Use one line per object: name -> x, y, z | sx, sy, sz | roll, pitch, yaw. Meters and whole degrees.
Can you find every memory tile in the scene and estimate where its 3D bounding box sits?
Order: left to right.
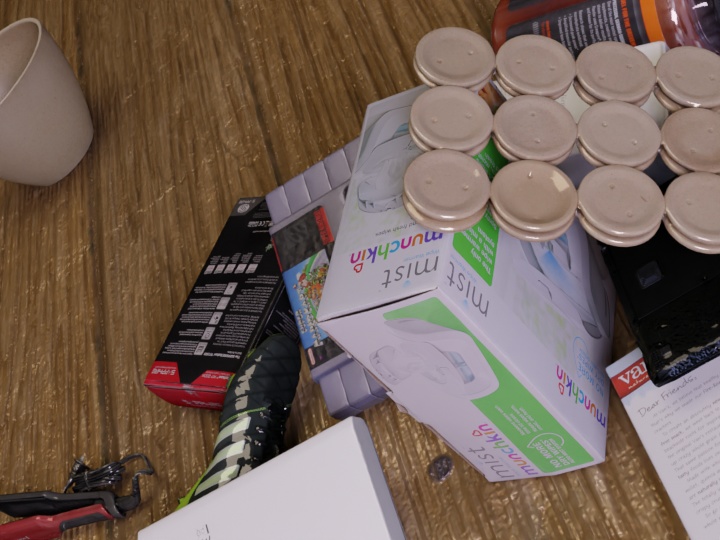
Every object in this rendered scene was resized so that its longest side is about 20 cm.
memory tile -> 0.125, -0.078, 0.714 | 0.197, 0.017, 0.155 | 5, 54, 0

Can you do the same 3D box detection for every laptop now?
laptop -> 0.243, -0.026, 0.745 | 0.176, 0.103, 0.202 | -32, 42, 20

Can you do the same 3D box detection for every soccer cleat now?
soccer cleat -> -0.084, 0.147, 0.945 | 0.080, 0.067, 0.202 | 14, 73, 40

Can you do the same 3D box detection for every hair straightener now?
hair straightener -> -0.258, 0.193, 1.088 | 0.198, 0.041, 0.078 | -22, 43, 31

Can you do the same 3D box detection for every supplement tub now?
supplement tub -> 0.203, -0.184, 0.920 | 0.198, 0.107, 0.108 | -10, 49, 40

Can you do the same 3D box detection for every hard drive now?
hard drive -> -0.061, 0.205, 0.850 | 0.199, 0.026, 0.133 | -30, 65, 21

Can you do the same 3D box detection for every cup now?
cup -> -0.417, -0.187, 1.519 | 0.199, 0.143, 0.202 | -26, 40, 25

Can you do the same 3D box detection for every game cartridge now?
game cartridge -> 0.000, 0.000, 0.953 | 0.129, 0.038, 0.202 | -27, 64, 19

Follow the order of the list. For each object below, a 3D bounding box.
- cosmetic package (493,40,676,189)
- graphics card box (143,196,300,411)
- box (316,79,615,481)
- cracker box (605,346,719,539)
cosmetic package -> 0.137, -0.091, 0.872 | 0.198, 0.101, 0.075 | -9, 72, 31
graphics card box -> -0.097, 0.027, 1.073 | 0.124, 0.051, 0.202 | -2, 56, 45
box -> 0.077, 0.008, 0.790 | 0.096, 0.200, 0.178 | -16, 44, 34
cracker box -> 0.233, 0.098, 0.667 | 0.133, 0.058, 0.201 | -34, 39, 14
